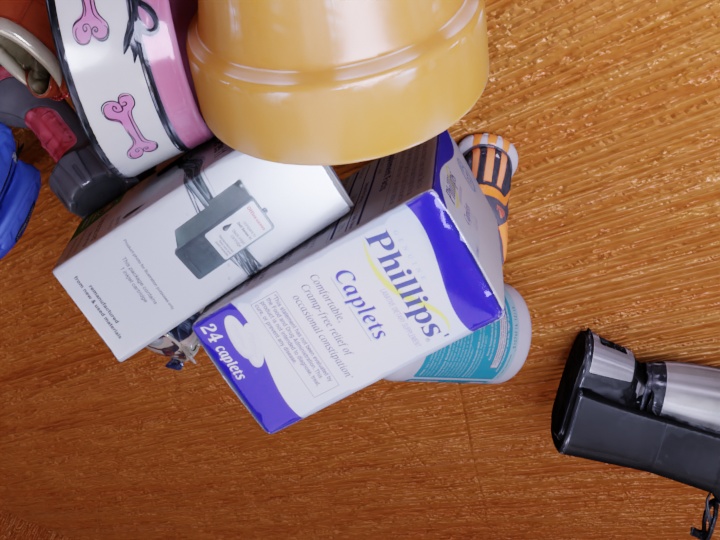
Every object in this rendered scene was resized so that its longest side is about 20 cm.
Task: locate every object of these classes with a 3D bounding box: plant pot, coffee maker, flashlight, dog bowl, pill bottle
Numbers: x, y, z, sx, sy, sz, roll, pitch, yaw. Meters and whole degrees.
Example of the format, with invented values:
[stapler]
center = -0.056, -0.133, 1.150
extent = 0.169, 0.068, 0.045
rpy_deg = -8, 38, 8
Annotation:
[plant pot]
center = -0.022, -0.198, 0.553
extent = 0.197, 0.201, 0.185
rpy_deg = 4, 132, 16
[coffee maker]
center = 0.319, 0.182, 1.007
extent = 0.197, 0.195, 0.135
rpy_deg = 13, 166, 5
[flashlight]
center = -0.271, -0.118, 0.776
extent = 0.068, 0.200, 0.068
rpy_deg = -48, 147, 10
[dog bowl]
center = -0.153, -0.171, 0.639
extent = 0.073, 0.202, 0.201
rpy_deg = -10, 147, 2
[pill bottle]
center = 0.072, 0.059, 0.930
extent = 0.198, 0.112, 0.110
rpy_deg = 6, 157, -32

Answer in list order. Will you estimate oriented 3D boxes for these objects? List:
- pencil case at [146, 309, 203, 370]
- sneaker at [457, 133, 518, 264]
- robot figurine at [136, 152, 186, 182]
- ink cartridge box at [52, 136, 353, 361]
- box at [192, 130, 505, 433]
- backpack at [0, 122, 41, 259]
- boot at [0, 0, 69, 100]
[pencil case]
center = -0.152, -0.001, 0.903
extent = 0.089, 0.201, 0.078
rpy_deg = 28, 154, 7
[sneaker]
center = 0.096, -0.025, 0.838
extent = 0.076, 0.113, 0.201
rpy_deg = 9, 149, 7
[robot figurine]
center = -0.144, -0.055, 0.815
extent = 0.124, 0.199, 0.152
rpy_deg = 25, 143, 61
[ink cartridge box]
center = -0.114, -0.041, 0.672
extent = 0.199, 0.147, 0.084
rpy_deg = -33, 109, 1
[box]
center = 0.000, 0.000, 0.680
extent = 0.198, 0.184, 0.106
rpy_deg = -29, 107, 17
[backpack]
center = -0.399, -0.089, 0.868
extent = 0.166, 0.165, 0.199
rpy_deg = 22, 166, -20
[boot]
center = -0.236, -0.167, 0.755
extent = 0.074, 0.109, 0.200
rpy_deg = -7, 146, 26
